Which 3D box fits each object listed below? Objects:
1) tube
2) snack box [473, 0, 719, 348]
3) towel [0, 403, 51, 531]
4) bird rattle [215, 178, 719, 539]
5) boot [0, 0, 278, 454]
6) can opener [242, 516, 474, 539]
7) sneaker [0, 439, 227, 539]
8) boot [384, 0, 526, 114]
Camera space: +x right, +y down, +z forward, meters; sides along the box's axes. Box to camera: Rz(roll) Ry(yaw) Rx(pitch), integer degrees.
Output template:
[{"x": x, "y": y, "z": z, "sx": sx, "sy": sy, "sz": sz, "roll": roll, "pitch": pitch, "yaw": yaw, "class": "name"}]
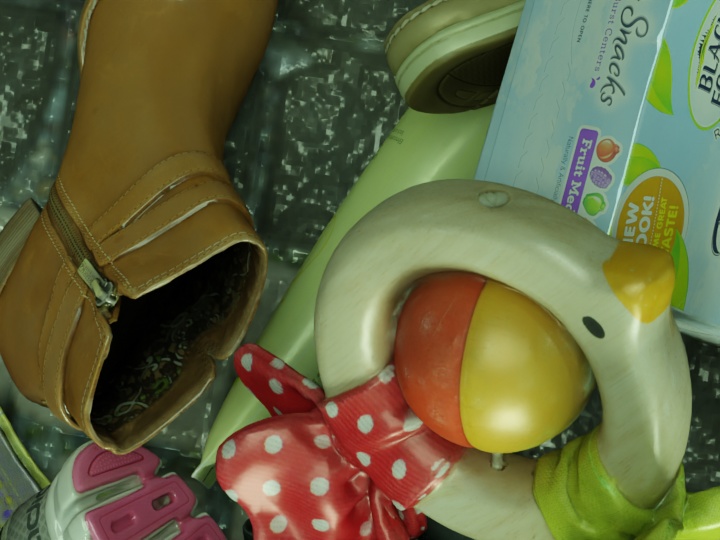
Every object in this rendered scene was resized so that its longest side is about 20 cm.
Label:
[{"x": 0.000, "y": 0.000, "z": 1.026, "sx": 0.200, "sy": 0.058, "sz": 0.052, "roll": -53, "pitch": 43, "yaw": -4, "class": "tube"}, {"x": 0.134, "y": -0.060, "z": 0.956, "sx": 0.067, "sy": 0.200, "sz": 0.170, "roll": 14, "pitch": 87, "yaw": 41, "class": "snack box"}, {"x": -0.215, "y": 0.104, "z": 1.055, "sx": 0.199, "sy": 0.023, "sz": 0.144, "roll": -30, "pitch": 85, "yaw": 1, "class": "towel"}, {"x": 0.042, "y": 0.042, "z": 0.881, "sx": 0.199, "sy": 0.113, "sz": 0.164, "roll": 21, "pitch": 128, "yaw": 33, "class": "bird rattle"}, {"x": -0.069, "y": -0.038, "z": 0.981, "sx": 0.077, "sy": 0.155, "sz": 0.200, "roll": 33, "pitch": 93, "yaw": -26, "class": "boot"}, {"x": 0.027, "y": 0.114, "z": 0.973, "sx": 0.052, "sy": 0.200, "sz": 0.067, "roll": -23, "pitch": 119, "yaw": -27, "class": "can opener"}, {"x": -0.068, "y": 0.155, "z": 1.017, "sx": 0.087, "sy": 0.074, "sz": 0.200, "roll": -24, "pitch": 108, "yaw": 40, "class": "sneaker"}, {"x": 0.053, "y": -0.154, "z": 0.996, "sx": 0.200, "sy": 0.072, "sz": 0.155, "roll": -31, "pitch": 84, "yaw": -35, "class": "boot"}]
